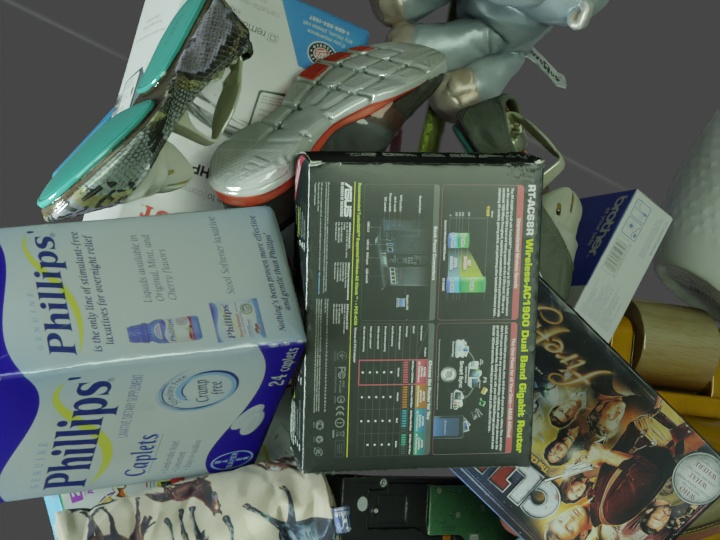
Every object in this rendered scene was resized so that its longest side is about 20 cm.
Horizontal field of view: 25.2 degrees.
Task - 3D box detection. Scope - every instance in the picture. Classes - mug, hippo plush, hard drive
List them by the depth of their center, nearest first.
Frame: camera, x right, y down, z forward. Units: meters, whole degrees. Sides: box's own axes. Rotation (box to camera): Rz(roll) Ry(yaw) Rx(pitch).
[{"bbox_3d":[0.045,0.221,1.188,0.199,0.038,0.141,6,84,-42],"label":"hard drive"},{"bbox_3d":[0.116,-0.194,1.208,0.199,0.161,0.160,24,77,-23],"label":"hippo plush"},{"bbox_3d":[0.343,-0.035,1.302,0.200,0.148,0.176,34,80,16],"label":"mug"}]

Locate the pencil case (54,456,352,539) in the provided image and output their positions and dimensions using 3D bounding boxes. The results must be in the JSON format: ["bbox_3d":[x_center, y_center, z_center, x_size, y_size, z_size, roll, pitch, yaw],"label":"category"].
[{"bbox_3d":[-0.108,0.182,1.064,0.199,0.078,0.090,-11,60,-20],"label":"pencil case"}]

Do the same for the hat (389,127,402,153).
[{"bbox_3d":[0.000,0.000,1.167,0.199,0.176,0.166,-21,121,-30],"label":"hat"}]

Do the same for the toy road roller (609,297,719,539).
[{"bbox_3d":[0.251,0.123,1.263,0.122,0.146,0.201,8,83,-26],"label":"toy road roller"}]

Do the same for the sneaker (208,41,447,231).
[{"bbox_3d":[-0.018,-0.084,1.087,0.200,0.077,0.082,-36,132,-25],"label":"sneaker"}]

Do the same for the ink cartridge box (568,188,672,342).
[{"bbox_3d":[0.159,0.033,1.253,0.044,0.094,0.201,37,71,-20],"label":"ink cartridge box"}]

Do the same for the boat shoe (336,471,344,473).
[{"bbox_3d":[0.028,0.067,1.204,0.063,0.073,0.200,44,57,-6],"label":"boat shoe"}]

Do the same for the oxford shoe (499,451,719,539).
[{"bbox_3d":[0.192,0.146,1.141,0.199,0.071,0.075,-7,122,10],"label":"oxford shoe"}]

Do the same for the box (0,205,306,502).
[{"bbox_3d":[-0.155,0.057,1.022,0.199,0.184,0.105,-6,60,-19],"label":"box"}]

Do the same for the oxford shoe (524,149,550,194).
[{"bbox_3d":[0.133,-0.009,1.222,0.073,0.071,0.201,31,44,-42],"label":"oxford shoe"}]

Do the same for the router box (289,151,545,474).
[{"bbox_3d":[0.034,0.024,1.016,0.149,0.062,0.201,0,100,-10],"label":"router box"}]

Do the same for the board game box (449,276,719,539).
[{"bbox_3d":[0.138,0.114,1.091,0.200,0.035,0.136,44,97,-7],"label":"board game box"}]

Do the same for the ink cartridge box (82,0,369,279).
[{"bbox_3d":[-0.094,-0.093,1.121,0.146,0.086,0.201,19,77,-25],"label":"ink cartridge box"}]

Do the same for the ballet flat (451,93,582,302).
[{"bbox_3d":[0.124,-0.054,1.159,0.063,0.201,0.067,-26,141,5],"label":"ballet flat"}]

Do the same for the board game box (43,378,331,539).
[{"bbox_3d":[-0.114,0.176,1.139,0.199,0.040,0.154,-15,93,-26],"label":"board game box"}]

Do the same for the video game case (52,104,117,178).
[{"bbox_3d":[-0.107,-0.090,1.172,0.143,0.018,0.200,45,69,-16],"label":"video game case"}]

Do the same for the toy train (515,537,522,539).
[{"bbox_3d":[0.181,0.259,1.216,0.085,0.114,0.201,-26,111,-56],"label":"toy train"}]

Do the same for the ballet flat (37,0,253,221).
[{"bbox_3d":[-0.122,-0.091,1.007,0.072,0.072,0.201,42,57,-18],"label":"ballet flat"}]
